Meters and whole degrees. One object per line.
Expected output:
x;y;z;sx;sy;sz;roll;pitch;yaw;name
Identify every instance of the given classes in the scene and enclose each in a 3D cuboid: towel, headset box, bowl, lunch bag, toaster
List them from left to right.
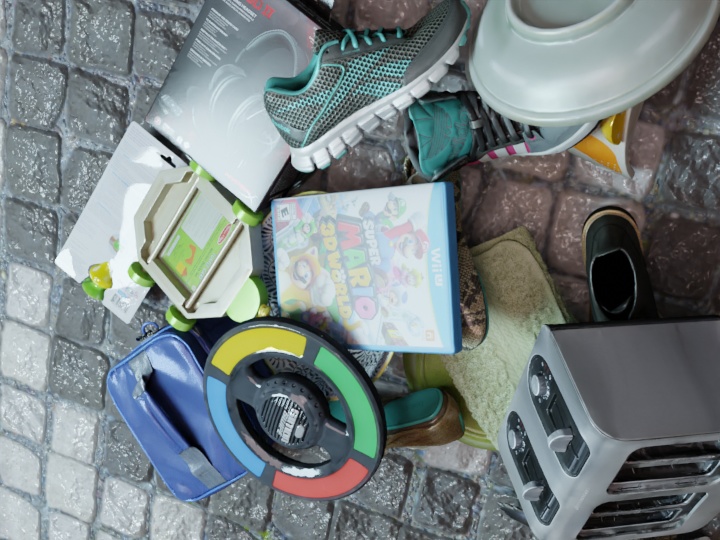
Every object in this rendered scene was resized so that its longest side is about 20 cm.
-0.184;0.142;0.889;0.135;0.132;0.202;-32;94;23;lunch bag
-0.093;-0.185;0.760;0.148;0.077;0.201;39;114;4;headset box
-0.018;0.021;0.810;0.197;0.093;0.206;4;97;34;bowl
0.145;0.073;0.781;0.147;0.036;0.202;-29;94;23;towel
0.230;0.134;0.668;0.195;0.120;0.183;-2;138;-11;toaster

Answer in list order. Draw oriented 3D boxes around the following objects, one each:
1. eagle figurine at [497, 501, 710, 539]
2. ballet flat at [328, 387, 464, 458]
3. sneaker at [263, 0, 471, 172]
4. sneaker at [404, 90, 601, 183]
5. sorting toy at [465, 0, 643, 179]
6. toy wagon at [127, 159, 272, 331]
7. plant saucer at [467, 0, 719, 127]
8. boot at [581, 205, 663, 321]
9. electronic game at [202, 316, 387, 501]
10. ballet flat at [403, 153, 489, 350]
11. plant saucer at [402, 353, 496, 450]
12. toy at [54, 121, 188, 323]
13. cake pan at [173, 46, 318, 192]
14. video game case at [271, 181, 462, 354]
0.257;0.262;0.791;0.151;0.152;0.201;-36;63;-11;eagle figurine
0.030;0.170;0.858;0.197;0.069;0.072;-17;129;37;ballet flat
0.001;-0.171;0.662;0.199;0.078;0.091;-36;116;12;sneaker
0.102;-0.127;0.678;0.199;0.119;0.085;-8;98;59;sneaker
0.183;-0.205;0.709;0.178;0.106;0.204;26;112;30;sorting toy
-0.157;-0.012;0.818;0.200;0.039;0.156;44;112;17;toy wagon
0.167;-0.206;0.604;0.197;0.204;0.050;-19;142;22;plant saucer
0.240;0.055;0.723;0.076;0.138;0.204;-18;100;21;boot
-0.067;0.137;0.768;0.196;0.042;0.204;10;117;20;electronic game
0.067;-0.024;0.743;0.068;0.074;0.204;-34;52;44;ballet flat
0.135;0.101;0.828;0.196;0.031;0.205;5;106;18;plant saucer
-0.255;-0.053;0.904;0.114;0.047;0.201;38;107;3;toy
-0.119;-0.174;0.833;0.196;0.037;0.205;5;106;16;cake pan
0.000;0.000;0.727;0.197;0.018;0.147;-2;93;36;video game case
